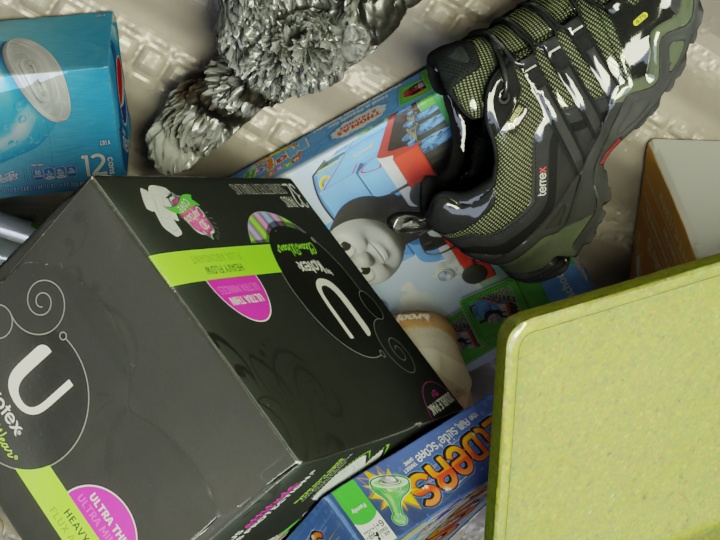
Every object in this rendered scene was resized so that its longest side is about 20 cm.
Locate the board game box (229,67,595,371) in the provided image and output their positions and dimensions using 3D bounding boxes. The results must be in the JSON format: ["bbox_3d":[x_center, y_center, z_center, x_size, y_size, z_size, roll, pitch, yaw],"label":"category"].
[{"bbox_3d":[0.000,0.000,1.012,0.199,0.037,0.152,-27,118,12],"label":"board game box"}]

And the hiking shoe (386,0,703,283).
[{"bbox_3d":[0.086,-0.095,0.917,0.100,0.076,0.201,16,99,-32],"label":"hiking shoe"}]

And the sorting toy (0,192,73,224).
[{"bbox_3d":[-0.230,0.039,1.015,0.183,0.037,0.201,-4,120,-3],"label":"sorting toy"}]

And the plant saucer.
[{"bbox_3d":[0.129,0.076,0.884,0.198,0.048,0.201,-15,124,-28],"label":"plant saucer"}]

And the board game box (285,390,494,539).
[{"bbox_3d":[-0.001,0.135,0.944,0.035,0.135,0.200,52,140,12],"label":"board game box"}]

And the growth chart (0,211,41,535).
[{"bbox_3d":[-0.212,0.049,0.993,0.144,0.018,0.201,23,113,-12],"label":"growth chart"}]

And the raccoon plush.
[{"bbox_3d":[-0.062,-0.139,0.903,0.200,0.097,0.134,-38,108,16],"label":"raccoon plush"}]

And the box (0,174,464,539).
[{"bbox_3d":[-0.071,0.051,0.876,0.124,0.200,0.149,-41,78,18],"label":"box"}]

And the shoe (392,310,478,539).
[{"bbox_3d":[0.028,0.103,1.033,0.069,0.054,0.201,-13,140,-7],"label":"shoe"}]

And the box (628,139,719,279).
[{"bbox_3d":[0.190,0.051,1.006,0.097,0.125,0.201,1,119,-5],"label":"box"}]

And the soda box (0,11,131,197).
[{"bbox_3d":[-0.211,-0.073,0.936,0.198,0.068,0.065,-6,120,-1],"label":"soda box"}]
